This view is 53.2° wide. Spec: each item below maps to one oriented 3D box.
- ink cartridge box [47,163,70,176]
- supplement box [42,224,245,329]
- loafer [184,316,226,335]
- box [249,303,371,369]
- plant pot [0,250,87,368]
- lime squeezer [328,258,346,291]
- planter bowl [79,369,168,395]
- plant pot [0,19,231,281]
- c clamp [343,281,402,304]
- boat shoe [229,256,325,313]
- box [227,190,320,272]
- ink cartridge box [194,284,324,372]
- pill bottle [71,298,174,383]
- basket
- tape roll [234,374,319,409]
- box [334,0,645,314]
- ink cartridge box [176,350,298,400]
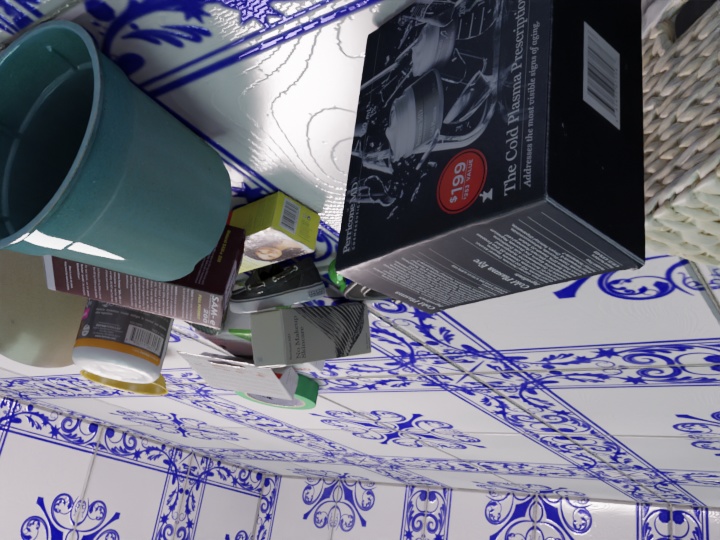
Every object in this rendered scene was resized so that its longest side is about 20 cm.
[{"bbox_3d":[-0.399,-0.133,0.768,0.197,0.069,0.115,-10,151,40],"label":"ink cartridge box"},{"bbox_3d":[-0.237,-0.014,0.809,0.195,0.110,0.062,14,134,-4],"label":"supplement box"},{"bbox_3d":[-0.286,0.026,1.100,0.197,0.071,0.075,30,152,-3],"label":"loafer"},{"bbox_3d":[-0.069,0.094,1.065,0.067,0.085,0.198,-10,175,37],"label":"box"},{"bbox_3d":[-0.442,0.016,1.024,0.198,0.202,0.135,24,118,-32],"label":"plant pot"},{"bbox_3d":[0.000,0.000,0.958,0.070,0.039,0.199,24,152,-25],"label":"lime squeezer"},{"bbox_3d":[-0.521,0.214,1.618,0.195,0.085,0.201,8,157,3],"label":"planter bowl"},{"bbox_3d":[-0.234,-0.088,0.670,0.196,0.206,0.195,-5,163,31],"label":"plant pot"},{"bbox_3d":[0.065,0.011,0.954,0.166,0.028,0.200,0,162,-16],"label":"c clamp"},{"bbox_3d":[-0.127,0.017,1.020,0.069,0.068,0.198,-18,-174,-40],"label":"boat shoe"},{"bbox_3d":[-0.142,-0.040,0.907,0.074,0.051,0.197,27,152,-37],"label":"box"},{"bbox_3d":[-0.156,0.099,1.194,0.142,0.086,0.200,0,156,24],"label":"ink cartridge box"},{"bbox_3d":[-0.299,0.037,0.953,0.113,0.205,0.117,7,158,3],"label":"pill bottle"},{"bbox_3d":[0.286,-0.101,0.444,0.195,0.165,0.199,12,157,-11],"label":"basket"},{"bbox_3d":[-0.197,0.278,1.685,0.195,0.049,0.201,8,158,3],"label":"tape roll"},{"bbox_3d":[0.085,-0.093,0.488,0.103,0.205,0.180,23,154,-34],"label":"box"},{"bbox_3d":[-0.196,0.157,1.181,0.157,0.051,0.201,8,155,9],"label":"ink cartridge box"}]
